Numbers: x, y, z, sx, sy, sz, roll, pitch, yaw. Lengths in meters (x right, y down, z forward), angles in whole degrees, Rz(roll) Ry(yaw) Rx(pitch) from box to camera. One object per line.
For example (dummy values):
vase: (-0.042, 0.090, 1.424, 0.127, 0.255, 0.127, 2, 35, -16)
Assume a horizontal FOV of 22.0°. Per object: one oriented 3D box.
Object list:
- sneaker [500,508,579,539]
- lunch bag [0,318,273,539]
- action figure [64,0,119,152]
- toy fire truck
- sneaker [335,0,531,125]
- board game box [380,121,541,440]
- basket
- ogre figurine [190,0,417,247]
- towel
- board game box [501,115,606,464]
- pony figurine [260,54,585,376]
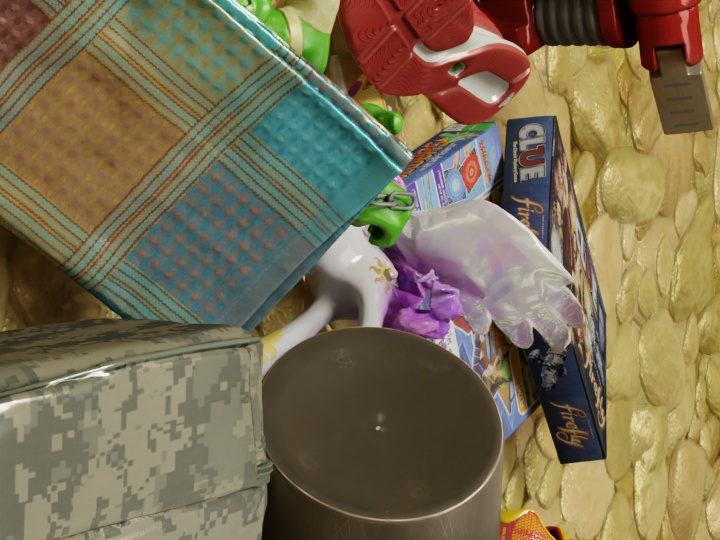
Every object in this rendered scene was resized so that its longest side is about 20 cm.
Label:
sneaker: (0.148, 0.225, 1.301, 0.200, 0.073, 0.077, 51, 40, -49)
lunch bag: (-0.140, 0.113, 0.763, 0.200, 0.139, 0.168, -9, 97, -48)
action figure: (-0.127, -0.124, 0.835, 0.055, 0.118, 0.200, -9, 109, -40)
toy fire truck: (0.155, -0.166, 1.195, 0.129, 0.176, 0.200, -37, 122, -51)
sneaker: (0.014, -0.157, 1.048, 0.078, 0.116, 0.200, -42, 151, 5)
board game box: (0.061, 0.020, 1.185, 0.135, 0.034, 0.200, -36, 120, -51)
basket: (-0.003, 0.134, 0.887, 0.200, 0.180, 0.136, 103, 4, -46)
ogre figurine: (-0.057, -0.096, 0.908, 0.120, 0.098, 0.200, -1, 71, -38)
towel: (-0.092, -0.056, 0.817, 0.200, 0.022, 0.147, 39, 101, -27)
board game box: (0.132, 0.014, 1.239, 0.200, 0.035, 0.136, 69, 20, -43)
pony figurine: (0.000, 0.000, 0.994, 0.193, 0.166, 0.200, 57, 40, -15)
